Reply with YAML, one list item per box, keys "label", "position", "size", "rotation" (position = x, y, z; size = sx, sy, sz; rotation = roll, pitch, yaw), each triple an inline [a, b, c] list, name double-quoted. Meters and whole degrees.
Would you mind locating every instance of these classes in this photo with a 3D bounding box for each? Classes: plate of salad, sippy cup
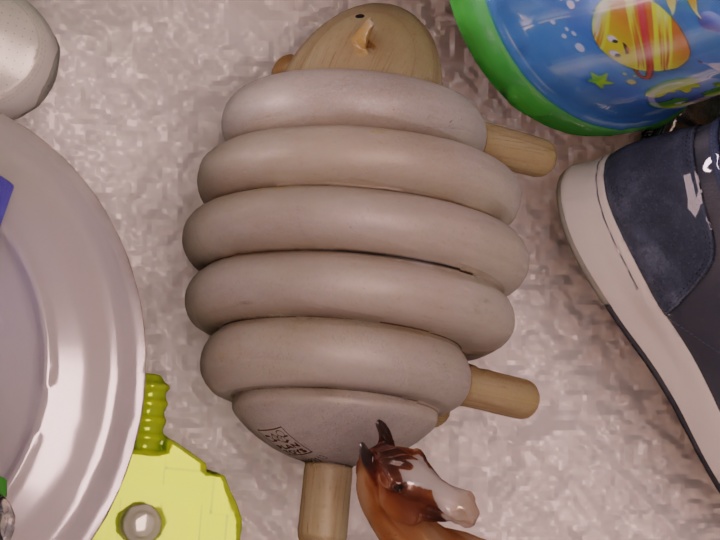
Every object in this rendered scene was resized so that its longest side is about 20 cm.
- label: "plate of salad"
  position: [-0.166, 0.037, 0.842]
  size: [0.199, 0.048, 0.201]
  rotation: [-2, 80, 13]
- label: "sippy cup"
  position: [0.118, -0.119, 0.849]
  size: [0.178, 0.130, 0.140]
  rotation: [-38, 109, -29]

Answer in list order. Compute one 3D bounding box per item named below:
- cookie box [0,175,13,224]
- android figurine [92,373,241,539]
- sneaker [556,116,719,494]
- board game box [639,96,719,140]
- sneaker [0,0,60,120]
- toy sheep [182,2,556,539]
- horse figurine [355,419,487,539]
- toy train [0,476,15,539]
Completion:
- label: "cookie box"
  position: [-0.239, 0.013, 0.797]
  size: [0.199, 0.075, 0.172]
  rotation: [17, 85, 12]
- label: "android figurine"
  position: [-0.108, 0.135, 0.882]
  size: [0.181, 0.041, 0.201]
  rotation: [8, 89, -13]
- label: "sneaker"
  position: [0.184, 0.019, 0.891]
  size: [0.146, 0.077, 0.203]
  rotation: [-25, 115, 26]
- label: "board game box"
  position: [0.209, -0.028, 0.967]
  size: [0.199, 0.028, 0.136]
  rotation: [29, 82, -11]
- label: "sneaker"
  position: [-0.200, -0.099, 0.845]
  size: [0.199, 0.080, 0.071]
  rotation: [20, 83, -14]
- label: "toy sheep"
  position: [0.000, 0.000, 0.866]
  size: [0.137, 0.138, 0.201]
  rotation: [6, 74, -13]
- label: "horse figurine"
  position: [0.056, 0.129, 0.859]
  size: [0.132, 0.200, 0.050]
  rotation: [33, 81, 16]
- label: "toy train"
  position: [-0.199, 0.070, 0.725]
  size: [0.199, 0.042, 0.057]
  rotation: [-7, 72, 9]
